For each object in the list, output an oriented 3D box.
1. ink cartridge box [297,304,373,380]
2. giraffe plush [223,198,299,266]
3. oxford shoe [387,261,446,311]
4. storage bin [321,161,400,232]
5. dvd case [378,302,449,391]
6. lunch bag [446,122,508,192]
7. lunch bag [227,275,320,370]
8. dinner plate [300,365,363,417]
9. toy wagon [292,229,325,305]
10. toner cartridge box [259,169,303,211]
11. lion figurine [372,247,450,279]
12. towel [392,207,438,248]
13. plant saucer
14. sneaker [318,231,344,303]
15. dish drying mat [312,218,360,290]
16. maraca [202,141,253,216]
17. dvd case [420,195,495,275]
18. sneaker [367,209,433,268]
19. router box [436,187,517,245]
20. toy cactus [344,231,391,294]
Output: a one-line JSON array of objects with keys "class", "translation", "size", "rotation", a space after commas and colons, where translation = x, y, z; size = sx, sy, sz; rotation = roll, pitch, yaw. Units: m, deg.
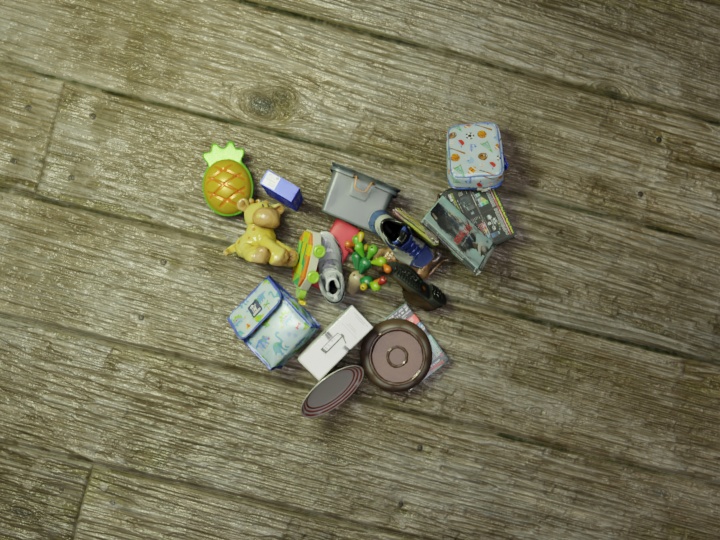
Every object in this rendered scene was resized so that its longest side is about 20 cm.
[{"class": "ink cartridge box", "translation": [-0.066, 0.188, 1.712], "size": [0.200, 0.146, 0.084], "rotation": [-45, 91, -1]}, {"class": "giraffe plush", "translation": [-0.259, -0.106, 1.705], "size": [0.199, 0.172, 0.163], "rotation": [12, 94, 31]}, {"class": "oxford shoe", "translation": [0.136, 0.052, 1.737], "size": [0.200, 0.073, 0.084], "rotation": [39, 128, -21]}, {"class": "storage bin", "translation": [-0.008, -0.190, 1.724], "size": [0.199, 0.146, 0.135], "rotation": [21, 92, -2]}, {"class": "dvd case", "translation": [0.130, 0.212, 1.774], "size": [0.146, 0.022, 0.200], "rotation": [-38, 89, -2]}, {"class": "lunch bag", "translation": [0.312, -0.304, 1.729], "size": [0.159, 0.076, 0.201], "rotation": [-2, 62, 5]}, {"class": "lunch bag", "translation": [-0.238, 0.139, 1.724], "size": [0.170, 0.127, 0.200], "rotation": [-45, 78, 2]}, {"class": "dinner plate", "translation": [-0.077, 0.315, 1.699], "size": [0.200, 0.200, 0.024], "rotation": [-40, 62, -2]}, {"class": "toy wagon", "translation": [-0.145, -0.006, 1.705], "size": [0.039, 0.155, 0.201], "rotation": [12, 95, -21]}, {"class": "toner cartridge box", "translation": [-0.204, -0.207, 1.686], "size": [0.095, 0.200, 0.043], "rotation": [32, 87, -2]}, {"class": "lion figurine", "translation": [0.136, -0.021, 1.762], "size": [0.199, 0.072, 0.123], "rotation": [25, 96, -6]}, {"class": "towel", "translation": [0.147, -0.108, 1.690], "size": [0.143, 0.200, 0.023], "rotation": [38, 91, 5]}, {"class": "plant saucer", "translation": [0.098, 0.232, 1.739], "size": [0.199, 0.032, 0.201], "rotation": [0, 90, -2]}, {"class": "sneaker", "translation": [-0.080, -0.009, 1.712], "size": [0.075, 0.115, 0.201], "rotation": [-9, 90, -3]}, {"class": "dish drying mat", "translation": [-0.079, -0.041, 1.779], "size": [0.077, 0.018, 0.201], "rotation": [28, 89, -2]}, {"class": "maraca", "translation": [-0.359, -0.246, 1.727], "size": [0.136, 0.107, 0.201], "rotation": [-7, 89, -5]}, {"class": "dvd case", "translation": [0.259, -0.095, 1.680], "size": [0.200, 0.146, 0.022], "rotation": [45, 131, -2]}, {"class": "sneaker", "translation": [0.108, -0.072, 1.656], "size": [0.199, 0.115, 0.081], "rotation": [40, 92, -18]}, {"class": "router box", "translation": [0.320, -0.152, 1.773], "size": [0.149, 0.062, 0.201], "rotation": [-25, 90, -1]}, {"class": "toy cactus", "translation": [0.000, 0.000, 1.719], "size": [0.102, 0.165, 0.200], "rotation": [-5, 49, -36]}]
